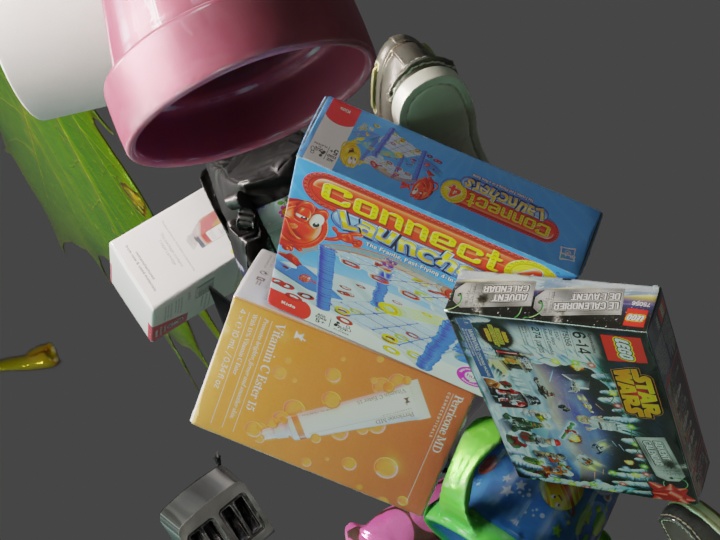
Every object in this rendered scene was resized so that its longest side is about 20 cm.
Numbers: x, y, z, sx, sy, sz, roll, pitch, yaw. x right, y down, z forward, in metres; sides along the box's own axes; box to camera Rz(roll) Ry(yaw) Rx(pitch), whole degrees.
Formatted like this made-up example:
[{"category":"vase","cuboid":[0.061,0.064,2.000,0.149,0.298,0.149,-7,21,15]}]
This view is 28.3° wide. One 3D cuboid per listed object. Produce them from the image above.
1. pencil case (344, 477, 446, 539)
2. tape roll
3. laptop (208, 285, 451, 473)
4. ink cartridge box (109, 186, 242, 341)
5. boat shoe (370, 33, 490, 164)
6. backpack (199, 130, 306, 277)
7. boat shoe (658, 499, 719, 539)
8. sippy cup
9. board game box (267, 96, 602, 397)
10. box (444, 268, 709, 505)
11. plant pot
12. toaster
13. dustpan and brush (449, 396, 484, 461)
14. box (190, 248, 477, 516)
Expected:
[{"category":"pencil case","cuboid":[0.079,0.218,1.278,0.091,0.199,0.094,64,172,-14]},{"category":"tape roll","cuboid":[-0.232,-0.241,1.226,0.203,0.139,0.204,-12,-90,-85]},{"category":"laptop","cuboid":[-0.026,0.102,1.329,0.187,0.199,0.116,31,112,52]},{"category":"ink cartridge box","cuboid":[-0.147,-0.027,1.440,0.084,0.200,0.145,56,164,9]},{"category":"boat shoe","cuboid":[0.050,-0.083,1.014,0.060,0.072,0.202,59,170,36]},{"category":"backpack","cuboid":[-0.051,-0.025,1.298,0.200,0.126,0.167,64,178,-22]},{"category":"boat shoe","cuboid":[0.275,0.260,1.049,0.201,0.066,0.072,57,164,-6]},{"category":"sippy cup","cuboid":[0.140,0.181,1.130,0.139,0.131,0.178,32,167,14]},{"category":"board game box","cuboid":[0.043,-0.007,0.996,0.199,0.056,0.196,23,149,4]},{"category":"box","cuboid":[0.149,0.081,0.959,0.136,0.040,0.200,4,142,28]},{"category":"plant pot","cuboid":[-0.110,-0.198,1.057,0.200,0.199,0.180,126,123,-73]},{"category":"toaster","cuboid":[-0.298,0.517,2.946,0.119,0.181,0.200,18,141,59]},{"category":"dustpan and brush","cuboid":[0.081,0.118,1.323,0.139,0.057,0.200,24,145,60]},{"category":"box","cuboid":[-0.015,0.087,1.134,0.199,0.098,0.125,21,115,1]}]
